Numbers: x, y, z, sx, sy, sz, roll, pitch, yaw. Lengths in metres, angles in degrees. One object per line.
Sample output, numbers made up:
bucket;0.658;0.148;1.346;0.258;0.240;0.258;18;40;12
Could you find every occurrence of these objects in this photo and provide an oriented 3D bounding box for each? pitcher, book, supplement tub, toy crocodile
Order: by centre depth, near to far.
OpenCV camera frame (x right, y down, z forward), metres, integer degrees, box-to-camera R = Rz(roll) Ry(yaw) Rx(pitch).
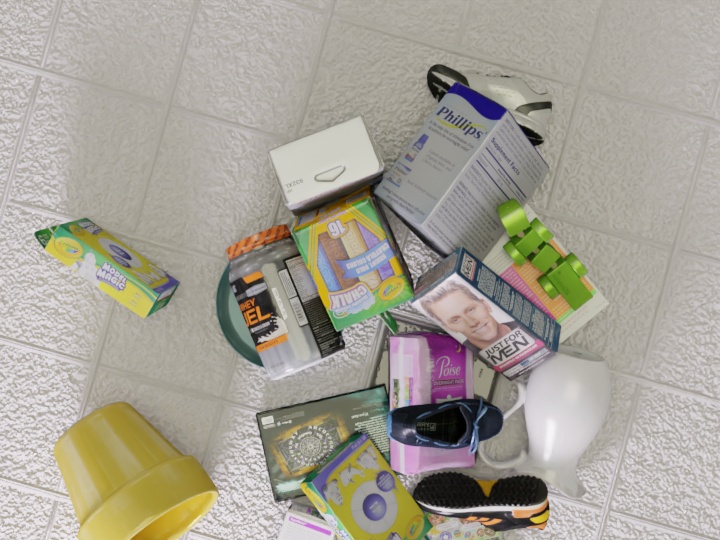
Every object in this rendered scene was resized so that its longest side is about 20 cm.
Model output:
supplement tub;-0.111;0.044;1.699;0.122;0.123;0.201;-23;88;-1
toy crocodile;0.262;-0.020;1.699;0.067;0.062;0.200;-43;112;10
pitcher;0.268;0.209;1.727;0.170;0.121;0.201;13;100;5
book;0.252;0.013;1.765;0.133;0.048;0.200;-39;88;2

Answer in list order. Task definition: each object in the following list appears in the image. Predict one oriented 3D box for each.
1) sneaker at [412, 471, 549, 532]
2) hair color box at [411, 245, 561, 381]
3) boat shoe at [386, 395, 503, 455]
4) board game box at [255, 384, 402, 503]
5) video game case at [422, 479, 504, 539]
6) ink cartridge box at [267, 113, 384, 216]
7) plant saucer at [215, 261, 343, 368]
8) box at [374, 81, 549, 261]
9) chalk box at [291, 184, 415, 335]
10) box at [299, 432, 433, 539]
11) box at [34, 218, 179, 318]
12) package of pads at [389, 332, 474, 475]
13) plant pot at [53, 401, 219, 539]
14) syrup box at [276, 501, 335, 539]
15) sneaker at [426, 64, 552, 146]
sneaker;0.176;0.347;1.726;0.199;0.070;0.090;-2;127;16
hair color box;0.179;0.064;1.692;0.200;0.061;0.100;37;132;-17
boat shoe;0.129;0.221;1.651;0.199;0.068;0.085;-6;93;-37
board game box;-0.045;0.256;1.765;0.198;0.028;0.136;-12;89;-1
video game case;0.147;0.425;1.765;0.142;0.018;0.201;-13;88;0
ink cartridge box;-0.047;-0.146;1.691;0.144;0.200;0.084;-21;89;-1
plant saucer;-0.115;0.048;1.773;0.198;0.027;0.202;0;89;1
box;0.147;-0.128;1.692;0.105;0.184;0.200;36;88;35
chalk box;0.000;0.000;1.685;0.123;0.124;0.201;-22;101;6
box;0.017;0.348;1.706;0.117;0.048;0.201;-39;98;-30
box;-0.367;-0.013;1.723;0.199;0.117;0.049;32;100;1
package of pads;0.105;0.190;1.724;0.120;0.075;0.202;1;89;-39
plant pot;-0.333;0.299;1.694;0.200;0.201;0.189;-37;72;-1
syrup box;-0.100;0.447;1.734;0.081;0.079;0.201;21;88;1
sneaker;0.193;-0.259;1.769;0.199;0.074;0.080;26;74;-4
